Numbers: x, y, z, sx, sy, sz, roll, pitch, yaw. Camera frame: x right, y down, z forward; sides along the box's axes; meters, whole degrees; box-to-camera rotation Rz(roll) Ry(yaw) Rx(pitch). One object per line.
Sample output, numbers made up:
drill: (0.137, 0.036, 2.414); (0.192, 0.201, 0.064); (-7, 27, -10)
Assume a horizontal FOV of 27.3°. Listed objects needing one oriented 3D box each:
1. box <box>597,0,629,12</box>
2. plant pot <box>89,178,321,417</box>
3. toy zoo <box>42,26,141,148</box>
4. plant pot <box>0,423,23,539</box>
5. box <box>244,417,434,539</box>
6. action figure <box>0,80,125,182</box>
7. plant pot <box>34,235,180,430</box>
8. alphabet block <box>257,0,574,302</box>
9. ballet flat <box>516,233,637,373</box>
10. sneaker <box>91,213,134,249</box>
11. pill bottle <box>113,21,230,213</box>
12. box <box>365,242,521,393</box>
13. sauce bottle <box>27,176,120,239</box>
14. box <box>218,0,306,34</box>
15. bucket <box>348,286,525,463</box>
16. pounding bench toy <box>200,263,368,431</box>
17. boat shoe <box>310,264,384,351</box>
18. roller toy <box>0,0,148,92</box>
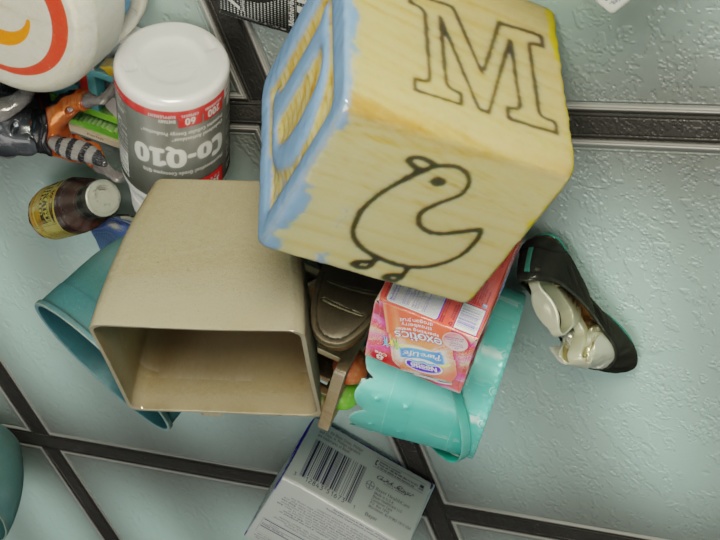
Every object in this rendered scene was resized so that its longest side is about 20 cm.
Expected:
box: (0.174, -0.315, 1.030); (0.199, 0.105, 0.184); (38, 143, -13)
plant pot: (-0.136, 0.020, 1.451); (0.197, 0.179, 0.200); (2, 153, 5)
toy zoo: (-0.279, -0.211, 1.538); (0.130, 0.021, 0.201); (20, 143, 13)
plant pot: (-0.593, 0.302, 2.262); (0.198, 0.135, 0.201); (18, 142, 14)
box: (-0.029, 0.312, 1.926); (0.183, 0.105, 0.200); (30, 143, -2)
action figure: (-0.339, -0.167, 1.530); (0.191, 0.105, 0.201); (5, 142, 13)
plant pot: (-0.223, 0.038, 1.632); (0.199, 0.188, 0.200); (38, 163, 13)
alphabet block: (0.039, -0.121, 1.227); (0.198, 0.198, 0.196); (14, 141, -19)
ballet flat: (0.211, 0.053, 1.488); (0.068, 0.069, 0.200); (-13, 127, 41)
sneaker: (-0.261, 0.017, 1.741); (0.078, 0.090, 0.201); (-1, 132, 34)
pill bottle: (-0.186, -0.138, 1.485); (0.113, 0.114, 0.201); (20, 143, 11)
box: (0.087, -0.002, 1.392); (0.102, 0.201, 0.095); (21, 144, 6)
sauce bottle: (-0.317, -0.073, 1.650); (0.066, 0.066, 0.199); (42, 157, -18)
box: (-0.031, -0.281, 1.269); (0.191, 0.048, 0.201); (18, 143, 9)
bucket: (0.080, 0.089, 1.515); (0.133, 0.208, 0.208); (18, 143, 6)
pounding bench toy: (-0.071, 0.103, 1.623); (0.155, 0.201, 0.125); (25, 144, 6)
boat shoe: (0.000, 0.000, 1.455); (0.071, 0.201, 0.068); (19, 150, 3)
roller toy: (-0.296, -0.273, 1.375); (0.198, 0.140, 0.184); (-7, 121, 32)
